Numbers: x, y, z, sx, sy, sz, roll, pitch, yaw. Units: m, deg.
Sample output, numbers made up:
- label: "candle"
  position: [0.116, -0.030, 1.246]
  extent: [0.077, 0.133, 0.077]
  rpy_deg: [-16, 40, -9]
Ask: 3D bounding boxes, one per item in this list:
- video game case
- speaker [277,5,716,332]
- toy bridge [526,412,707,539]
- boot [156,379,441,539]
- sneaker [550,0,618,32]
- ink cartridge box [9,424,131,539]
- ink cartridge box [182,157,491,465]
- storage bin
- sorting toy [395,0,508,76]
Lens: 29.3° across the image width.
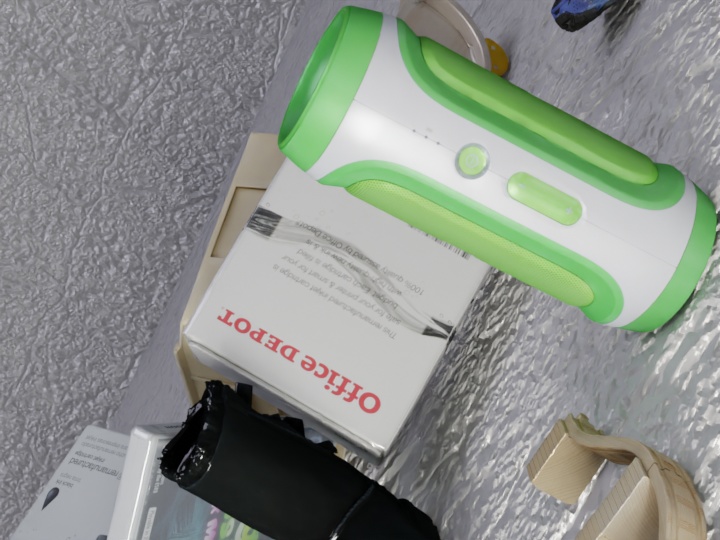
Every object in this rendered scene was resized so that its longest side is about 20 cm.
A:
- label: "video game case"
  position: [-0.097, 0.194, 0.894]
  extent: [0.023, 0.181, 0.202]
  rpy_deg: [19, 100, 37]
- label: "speaker"
  position: [0.064, -0.045, 0.646]
  extent: [0.089, 0.199, 0.089]
  rpy_deg: [-59, 13, 23]
- label: "toy bridge"
  position: [0.109, 0.107, 0.567]
  extent: [0.068, 0.027, 0.200]
  rpy_deg: [-58, 14, 18]
- label: "boot"
  position: [-0.026, 0.136, 0.753]
  extent: [0.074, 0.162, 0.198]
  rpy_deg: [-55, 14, 3]
- label: "sneaker"
  position: [0.162, -0.249, 0.924]
  extent: [0.202, 0.078, 0.075]
  rpy_deg: [-69, 12, -20]
- label: "ink cartridge box"
  position: [-0.191, 0.229, 1.022]
  extent: [0.146, 0.083, 0.201]
  rpy_deg: [7, 55, 38]
- label: "ink cartridge box"
  position: [0.000, 0.000, 0.871]
  extent: [0.201, 0.144, 0.084]
  rpy_deg: [-59, -7, -13]
- label: "storage bin"
  position: [-0.055, 0.033, 1.035]
  extent: [0.200, 0.093, 0.201]
  rpy_deg: [81, -161, -48]
- label: "sorting toy"
  position: [0.034, -0.105, 1.149]
  extent: [0.181, 0.106, 0.201]
  rpy_deg: [114, -178, -50]
